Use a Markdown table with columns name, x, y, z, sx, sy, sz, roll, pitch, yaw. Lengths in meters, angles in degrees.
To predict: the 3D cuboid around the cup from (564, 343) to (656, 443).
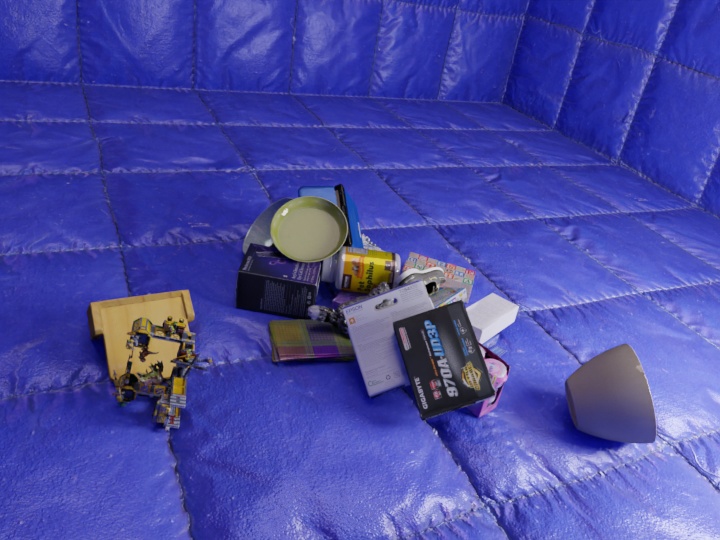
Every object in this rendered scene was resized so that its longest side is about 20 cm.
| name | x | y | z | sx | sy | sz | roll | pitch | yaw |
| --- | --- | --- | --- | --- | --- | --- | --- | --- | --- |
| cup | 0.512 | 0.268 | 1.268 | 0.139 | 0.205 | 0.202 | -12 | 28 | 9 |

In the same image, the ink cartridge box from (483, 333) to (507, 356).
| name | x | y | z | sx | sy | sz | roll | pitch | yaw |
| --- | --- | --- | --- | --- | --- | --- | --- | --- | --- |
| ink cartridge box | 0.257 | 0.159 | 1.493 | 0.198 | 0.043 | 0.118 | 34 | 37 | 31 |

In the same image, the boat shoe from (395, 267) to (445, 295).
| name | x | y | z | sx | sy | sz | roll | pitch | yaw |
| --- | --- | --- | --- | --- | --- | --- | --- | --- | --- |
| boat shoe | 0.163 | 0.034 | 1.532 | 0.199 | 0.072 | 0.061 | -2 | 54 | -54 |

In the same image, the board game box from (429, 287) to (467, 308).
| name | x | y | z | sx | sy | sz | roll | pitch | yaw |
| --- | --- | --- | --- | --- | --- | --- | --- | --- | --- |
| board game box | 0.165 | 0.088 | 1.527 | 0.132 | 0.035 | 0.198 | 2 | 18 | 40 |

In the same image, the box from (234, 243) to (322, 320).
| name | x | y | z | sx | sy | sz | roll | pitch | yaw |
| --- | --- | --- | --- | --- | --- | --- | --- | --- | --- |
| box | -0.199 | 0.026 | 1.494 | 0.194 | 0.107 | 0.149 | 10 | 30 | -3 |

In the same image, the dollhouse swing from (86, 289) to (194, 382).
| name | x | y | z | sx | sy | sz | roll | pitch | yaw |
| --- | --- | --- | --- | --- | --- | --- | --- | --- | --- |
| dollhouse swing | -0.456 | 0.147 | 1.272 | 0.195 | 0.181 | 0.181 | -8 | -7 | -29 |

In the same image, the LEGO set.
| name | x | y | z | sx | sy | sz | roll | pitch | yaw |
| --- | --- | --- | --- | --- | --- | --- | --- | --- | --- |
| LEGO set | -0.367 | 0.195 | 1.084 | 0.151 | 0.202 | 0.117 | 21 | 25 | -25 |

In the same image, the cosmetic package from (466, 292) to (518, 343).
| name | x | y | z | sx | sy | sz | roll | pitch | yaw |
| --- | --- | --- | --- | --- | --- | --- | --- | --- | --- |
| cosmetic package | 0.308 | 0.119 | 1.485 | 0.081 | 0.052 | 0.198 | 27 | 29 | 32 |

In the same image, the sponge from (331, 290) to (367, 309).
| name | x | y | z | sx | sy | sz | roll | pitch | yaw |
| --- | --- | --- | --- | --- | --- | --- | --- | --- | --- |
| sponge | 0.012 | 0.062 | 1.583 | 0.109 | 0.031 | 0.200 | 19 | 32 | 15 |

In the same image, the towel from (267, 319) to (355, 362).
| name | x | y | z | sx | sy | sz | roll | pitch | yaw |
| --- | --- | --- | --- | --- | --- | --- | --- | --- | --- |
| towel | -0.113 | 0.160 | 1.381 | 0.194 | 0.023 | 0.144 | 1 | 31 | -19 |

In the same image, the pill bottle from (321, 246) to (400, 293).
| name | x | y | z | sx | sy | sz | roll | pitch | yaw |
| --- | --- | --- | --- | --- | --- | --- | --- | --- | --- |
| pill bottle | 0.000 | 0.000 | 1.542 | 0.194 | 0.112 | 0.110 | 7 | 29 | -2 |

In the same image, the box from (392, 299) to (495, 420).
| name | x | y | z | sx | sy | sz | roll | pitch | yaw |
| --- | --- | --- | --- | --- | --- | --- | --- | --- | --- |
| box | 0.166 | 0.180 | 1.221 | 0.155 | 0.046 | 0.205 | -17 | 68 | 0 |

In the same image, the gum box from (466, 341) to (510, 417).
| name | x | y | z | sx | sy | sz | roll | pitch | yaw |
| --- | --- | --- | --- | --- | --- | --- | --- | --- | --- |
| gum box | 0.226 | 0.211 | 1.314 | 0.065 | 0.116 | 0.199 | -15 | 39 | -38 |

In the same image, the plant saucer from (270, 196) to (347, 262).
| name | x | y | z | sx | sy | sz | roll | pitch | yaw |
| --- | --- | --- | --- | --- | --- | --- | --- | --- | --- |
| plant saucer | -0.129 | -0.099 | 1.525 | 0.194 | 0.031 | 0.205 | 2 | 58 | -3 |

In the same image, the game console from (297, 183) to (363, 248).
| name | x | y | z | sx | sy | sz | roll | pitch | yaw |
| --- | --- | --- | --- | --- | --- | --- | --- | --- | --- |
| game console | -0.077 | -0.123 | 1.644 | 0.116 | 0.171 | 0.205 | -17 | 58 | 15 |

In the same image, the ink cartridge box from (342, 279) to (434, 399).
| name | x | y | z | sx | sy | sz | roll | pitch | yaw |
| --- | --- | --- | --- | --- | --- | --- | --- | --- | --- |
| ink cartridge box | 0.078 | 0.144 | 1.290 | 0.195 | 0.041 | 0.204 | -18 | 69 | -2 |

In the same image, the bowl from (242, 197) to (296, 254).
| name | x | y | z | sx | sy | sz | roll | pitch | yaw |
| --- | --- | --- | --- | --- | --- | --- | --- | --- | --- |
| bowl | -0.218 | -0.088 | 1.657 | 0.108 | 0.199 | 0.201 | 43 | 12 | -33 |

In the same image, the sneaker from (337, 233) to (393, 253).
| name | x | y | z | sx | sy | sz | roll | pitch | yaw |
| --- | --- | --- | --- | --- | --- | --- | --- | --- | --- |
| sneaker | 0.012 | -0.066 | 1.718 | 0.194 | 0.077 | 0.087 | 11 | 69 | -3 |

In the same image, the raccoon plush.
| name | x | y | z | sx | sy | sz | roll | pitch | yaw |
| --- | --- | --- | --- | --- | --- | --- | --- | --- | --- |
| raccoon plush | -0.007 | 0.082 | 1.388 | 0.197 | 0.136 | 0.097 | 14 | 25 | -43 |

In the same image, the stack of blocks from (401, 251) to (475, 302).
| name | x | y | z | sx | sy | sz | roll | pitch | yaw |
| --- | --- | --- | --- | --- | --- | --- | --- | --- | --- |
| stack of blocks | 0.215 | 0.025 | 1.684 | 0.195 | 0.060 | 0.116 | 17 | 30 | 9 |
